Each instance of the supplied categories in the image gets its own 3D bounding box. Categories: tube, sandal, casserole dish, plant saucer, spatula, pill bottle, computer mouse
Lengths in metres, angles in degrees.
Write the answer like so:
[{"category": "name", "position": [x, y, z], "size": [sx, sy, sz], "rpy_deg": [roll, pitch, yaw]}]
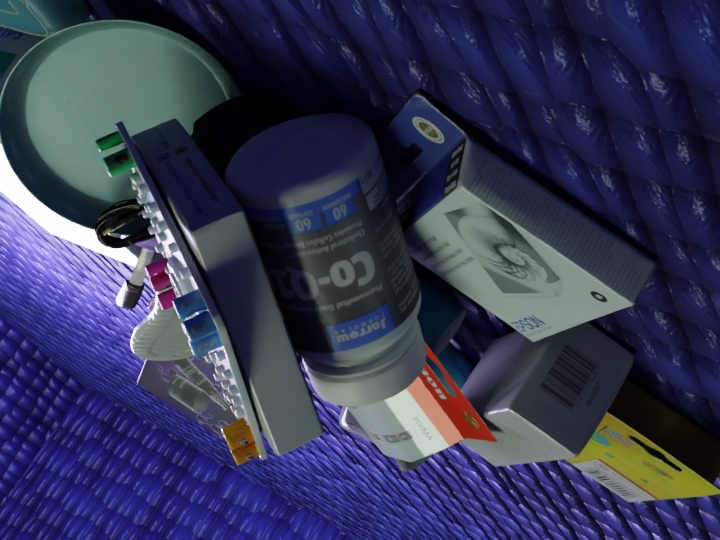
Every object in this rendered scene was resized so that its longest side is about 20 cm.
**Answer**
[{"category": "tube", "position": [0.108, 0.118, 1.345], "size": [0.200, 0.051, 0.077], "rpy_deg": [40, 175, -42]}, {"category": "tube", "position": [0.000, 0.000, 1.177], "size": [0.200, 0.050, 0.078], "rpy_deg": [35, 146, 14]}, {"category": "sandal", "position": [-0.162, 0.032, 1.217], "size": [0.082, 0.050, 0.203], "rpy_deg": [6, 154, -19]}, {"category": "casserole dish", "position": [-0.309, -0.245, 1.093], "size": [0.199, 0.039, 0.121], "rpy_deg": [21, 160, 39]}, {"category": "plant saucer", "position": [-0.185, -0.115, 1.047], "size": [0.200, 0.200, 0.027], "rpy_deg": [42, -155, -29]}, {"category": "spatula", "position": [-0.201, 0.001, 1.196], "size": [0.056, 0.021, 0.200], "rpy_deg": [19, 153, -12]}, {"category": "pill bottle", "position": [-0.019, -0.004, 0.981], "size": [0.113, 0.114, 0.201], "rpy_deg": [17, 136, 44]}, {"category": "computer mouse", "position": [-0.137, -0.071, 1.047], "size": [0.059, 0.200, 0.034], "rpy_deg": [40, -153, -30]}]

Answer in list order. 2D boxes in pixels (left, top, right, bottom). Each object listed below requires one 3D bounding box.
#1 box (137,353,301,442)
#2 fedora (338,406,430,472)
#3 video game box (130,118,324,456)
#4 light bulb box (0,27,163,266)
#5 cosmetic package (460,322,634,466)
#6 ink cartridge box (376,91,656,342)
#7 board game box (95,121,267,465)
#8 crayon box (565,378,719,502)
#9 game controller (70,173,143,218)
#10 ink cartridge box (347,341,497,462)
[{"category": "box", "position": [-0.131, 0.076, 1.332], "size": [0.141, 0.079, 0.200], "rpy_deg": [30, 137, 1]}, {"category": "fedora", "position": [0.039, 0.161, 1.457], "size": [0.177, 0.091, 0.200], "rpy_deg": [37, 173, -12]}, {"category": "video game box", "position": [-0.100, 0.010, 0.976], "size": [0.182, 0.047, 0.201], "rpy_deg": [46, 158, 54]}, {"category": "light bulb box", "position": [-0.272, -0.119, 1.228], "size": [0.198, 0.125, 0.200], "rpy_deg": [17, 159, 44]}, {"category": "cosmetic package", "position": [0.145, 0.105, 1.121], "size": [0.074, 0.102, 0.200], "rpy_deg": [36, 165, -3]}, {"category": "ink cartridge box", "position": [0.087, -0.028, 0.949], "size": [0.200, 0.041, 0.200], "rpy_deg": [35, 164, -4]}, {"category": "board game box", "position": [-0.132, 0.022, 0.972], "size": [0.200, 0.026, 0.200], "rpy_deg": [59, 168, 33]}, {"category": "crayon box", "position": [0.238, 0.149, 1.159], "size": [0.127, 0.051, 0.200], "rpy_deg": [34, 165, -3]}, {"category": "game controller", "position": [-0.154, -0.078, 1.125], "size": [0.199, 0.105, 0.042], "rpy_deg": [29, -164, -13]}, {"category": "ink cartridge box", "position": [0.020, 0.096, 1.153], "size": [0.163, 0.057, 0.200], "rpy_deg": [53, 168, -9]}]
